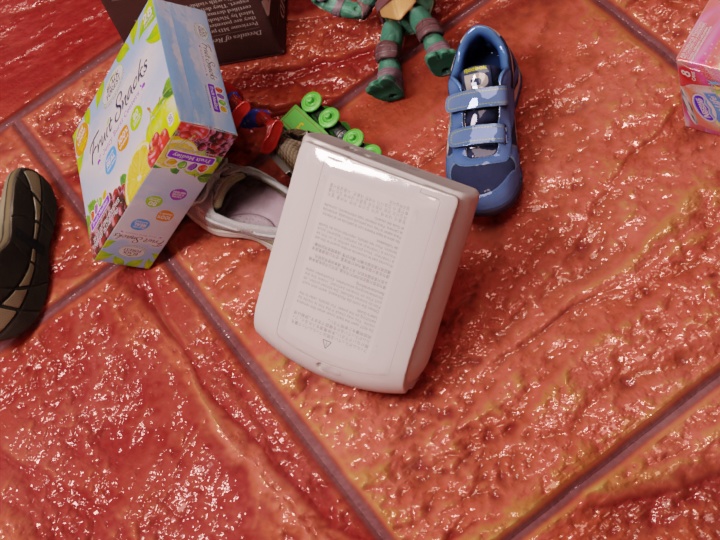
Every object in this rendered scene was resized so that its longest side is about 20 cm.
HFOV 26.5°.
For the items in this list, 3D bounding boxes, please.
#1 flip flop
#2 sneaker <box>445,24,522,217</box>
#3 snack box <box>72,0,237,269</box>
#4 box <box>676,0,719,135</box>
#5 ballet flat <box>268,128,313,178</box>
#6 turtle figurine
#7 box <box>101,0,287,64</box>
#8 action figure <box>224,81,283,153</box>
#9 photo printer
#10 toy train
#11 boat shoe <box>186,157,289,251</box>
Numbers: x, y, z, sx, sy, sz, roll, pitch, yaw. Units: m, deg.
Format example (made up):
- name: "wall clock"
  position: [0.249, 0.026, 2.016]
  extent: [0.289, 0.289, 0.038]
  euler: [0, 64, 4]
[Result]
- name: "flip flop"
  position: [-0.351, -0.014, 1.507]
  extent: [0.057, 0.081, 0.201]
  euler: [-18, 51, 27]
- name: "sneaker"
  position: [0.112, -0.142, 1.436]
  extent: [0.074, 0.082, 0.201]
  euler: [-5, 57, 12]
- name: "snack box"
  position: [-0.202, -0.130, 1.467]
  extent: [0.200, 0.067, 0.169]
  euler: [-50, 43, 38]
- name: "box"
  position: [0.374, -0.223, 1.394]
  extent: [0.094, 0.103, 0.200]
  euler: [20, 66, 28]
- name: "ballet flat"
  position: [-0.015, -0.067, 1.420]
  extent: [0.046, 0.067, 0.200]
  euler: [-46, 59, 4]
- name: "turtle figurine"
  position: [0.034, -0.277, 1.537]
  extent: [0.150, 0.100, 0.201]
  euler: [-33, 60, 38]
- name: "box"
  position: [-0.180, -0.336, 1.585]
  extent: [0.163, 0.200, 0.167]
  euler: [-9, 55, 12]
- name: "action figure"
  position: [-0.145, -0.140, 1.511]
  extent: [0.099, 0.065, 0.200]
  euler: [-56, 25, 7]
- name: "photo printer"
  position: [0.000, 0.000, 1.329]
  extent: [0.166, 0.069, 0.201]
  euler: [20, 105, 18]
- name: "toy train"
  position: [-0.007, -0.103, 1.476]
  extent: [0.056, 0.042, 0.200]
  euler: [-44, 55, -1]
- name: "boat shoe"
  position: [-0.106, -0.065, 1.464]
  extent: [0.201, 0.065, 0.075]
  euler: [29, 70, 31]
